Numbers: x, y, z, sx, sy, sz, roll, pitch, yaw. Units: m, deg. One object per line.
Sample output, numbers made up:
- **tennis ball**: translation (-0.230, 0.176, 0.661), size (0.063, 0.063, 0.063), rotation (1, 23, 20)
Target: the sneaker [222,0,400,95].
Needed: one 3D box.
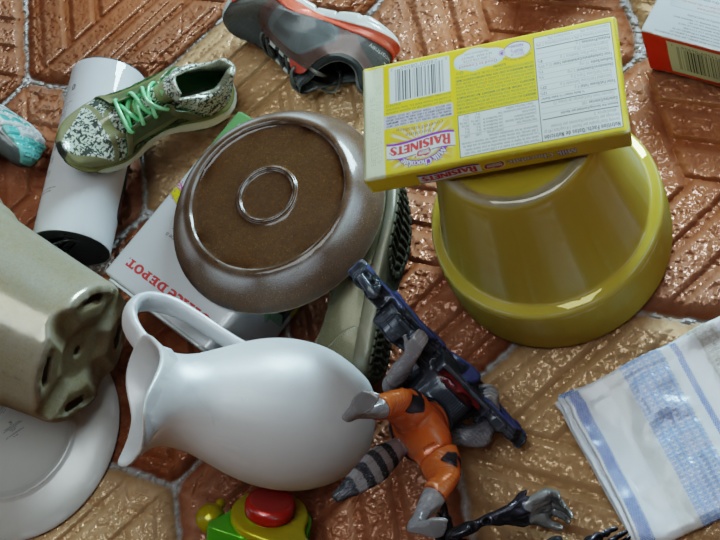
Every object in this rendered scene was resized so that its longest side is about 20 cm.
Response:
- **sneaker**: translation (-0.062, -0.220, 1.248), size (0.199, 0.077, 0.082), rotation (17, 78, 27)

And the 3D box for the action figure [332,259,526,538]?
- **action figure**: translation (0.030, 0.099, 0.996), size (0.105, 0.193, 0.200), rotation (-41, 90, 22)

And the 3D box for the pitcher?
- **pitcher**: translation (-0.097, 0.093, 1.028), size (0.122, 0.198, 0.172), rotation (-58, 33, 38)

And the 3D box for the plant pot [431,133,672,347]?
- **plant pot**: translation (0.143, -0.063, 1.023), size (0.199, 0.189, 0.202), rotation (-8, 63, 16)

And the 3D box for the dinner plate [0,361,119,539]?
- **dinner plate**: translation (-0.320, 0.153, 1.187), size (0.198, 0.024, 0.202), rotation (-9, 61, 17)

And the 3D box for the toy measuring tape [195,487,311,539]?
- **toy measuring tape**: translation (-0.040, 0.223, 1.026), size (0.198, 0.074, 0.074), rotation (15, 70, 16)

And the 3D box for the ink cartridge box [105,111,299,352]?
- **ink cartridge box**: translation (-0.111, -0.023, 1.159), size (0.144, 0.084, 0.200), rotation (32, 78, 30)

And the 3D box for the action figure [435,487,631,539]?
- **action figure**: translation (0.122, 0.229, 0.937), size (0.200, 0.101, 0.120), rotation (-8, 88, 60)

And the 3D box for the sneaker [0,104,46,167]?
- **sneaker**: translation (-0.416, -0.144, 1.354), size (0.199, 0.077, 0.092), rotation (32, 94, 34)

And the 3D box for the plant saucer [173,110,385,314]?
- **plant saucer**: translation (-0.077, -0.060, 1.098), size (0.198, 0.032, 0.202), rotation (-7, 63, 14)

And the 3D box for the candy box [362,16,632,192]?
- **candy box**: translation (0.098, -0.123, 0.943), size (0.198, 0.026, 0.103), rotation (-9, 65, 17)

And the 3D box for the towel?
- **towel**: translation (0.268, 0.115, 0.983), size (0.199, 0.024, 0.148), rotation (-28, 59, 6)

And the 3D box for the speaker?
- **speaker**: translation (-0.271, -0.109, 1.266), size (0.080, 0.081, 0.202), rotation (-2, 64, 19)

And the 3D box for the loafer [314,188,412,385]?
- **loafer**: translation (0.000, 0.000, 1.111), size (0.067, 0.076, 0.202), rotation (4, 66, 16)

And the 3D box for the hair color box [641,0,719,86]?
- **hair color box**: translation (0.344, -0.262, 1.121), size (0.110, 0.064, 0.201), rotation (22, 75, 30)

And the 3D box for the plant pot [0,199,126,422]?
- **plant pot**: translation (-0.319, 0.041, 1.136), size (0.182, 0.201, 0.201), rotation (23, 74, 19)

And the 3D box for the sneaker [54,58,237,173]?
- **sneaker**: translation (-0.203, -0.163, 1.217), size (0.199, 0.089, 0.077), rotation (-29, 82, -25)
